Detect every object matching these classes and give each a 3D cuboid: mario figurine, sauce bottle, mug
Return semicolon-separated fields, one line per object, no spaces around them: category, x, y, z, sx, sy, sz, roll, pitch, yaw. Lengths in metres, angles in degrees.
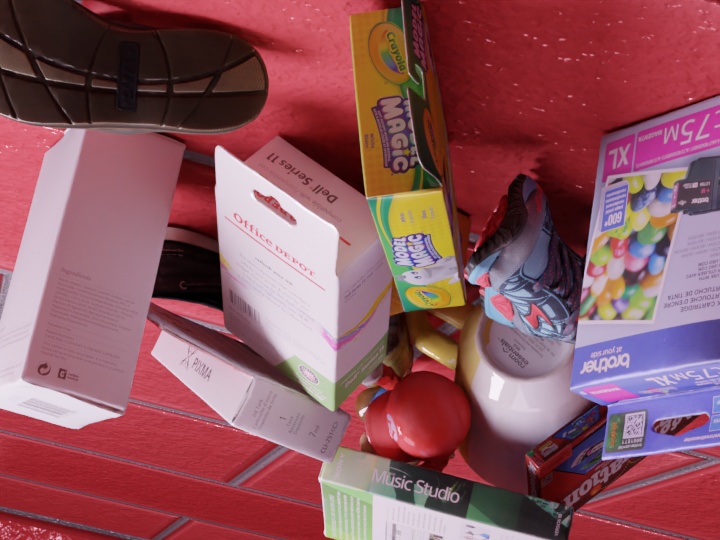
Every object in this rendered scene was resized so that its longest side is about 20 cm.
mario figurine;0.023;0.134;1.146;0.122;0.107;0.200;23;170;0
sauce bottle;0.016;0.073;1.251;0.064;0.066;0.200;7;164;8
mug;0.124;0.089;1.139;0.184;0.151;0.154;0;150;10

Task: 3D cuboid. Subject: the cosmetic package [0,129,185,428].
cosmetic package;-0.197;0.001;0.973;0.080;0.203;0.112;21;160;-25

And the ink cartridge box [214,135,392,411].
ink cartridge box;-0.038;-0.009;0.950;0.117;0.067;0.201;35;148;23

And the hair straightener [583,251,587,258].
hair straightener;0.200;-0.015;0.961;0.076;0.041;0.200;9;160;5

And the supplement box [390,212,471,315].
supplement box;0.000;0.000;1.065;0.068;0.067;0.199;21;158;-27

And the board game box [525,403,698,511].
board game box;0.217;0.130;1.124;0.019;0.199;0.104;43;157;36

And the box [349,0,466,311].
box;0.029;-0.065;0.799;0.048;0.119;0.200;-7;157;4

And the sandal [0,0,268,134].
sandal;-0.154;-0.124;0.829;0.197;0.083;0.055;5;-178;-6

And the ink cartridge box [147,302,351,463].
ink cartridge box;-0.122;0.072;1.064;0.175;0.045;0.199;27;179;-28

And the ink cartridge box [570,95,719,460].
ink cartridge box;0.181;0.002;0.785;0.042;0.203;0.119;22;156;-33

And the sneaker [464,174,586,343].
sneaker;0.133;0.000;0.940;0.095;0.080;0.200;27;173;17

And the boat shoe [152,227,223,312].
boat shoe;-0.098;0.026;1.180;0.198;0.067;0.074;24;155;-33

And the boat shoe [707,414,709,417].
boat shoe;0.261;0.043;0.931;0.072;0.063;0.203;14;132;15

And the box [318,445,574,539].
box;0.066;0.203;1.108;0.197;0.037;0.145;13;152;6
